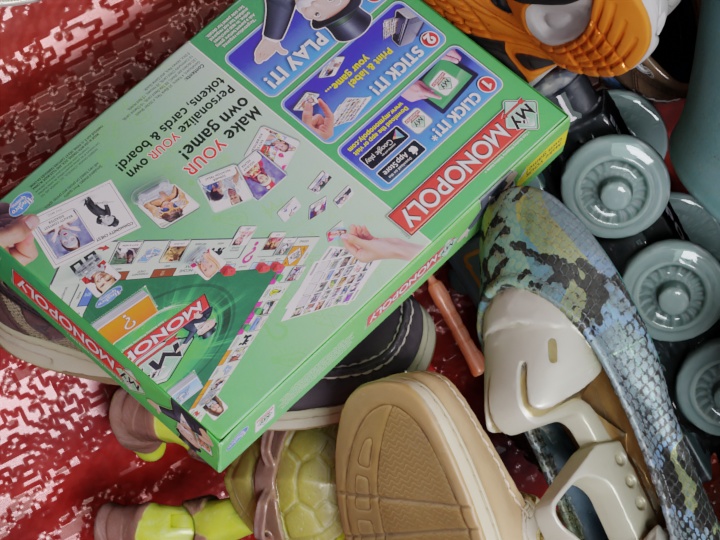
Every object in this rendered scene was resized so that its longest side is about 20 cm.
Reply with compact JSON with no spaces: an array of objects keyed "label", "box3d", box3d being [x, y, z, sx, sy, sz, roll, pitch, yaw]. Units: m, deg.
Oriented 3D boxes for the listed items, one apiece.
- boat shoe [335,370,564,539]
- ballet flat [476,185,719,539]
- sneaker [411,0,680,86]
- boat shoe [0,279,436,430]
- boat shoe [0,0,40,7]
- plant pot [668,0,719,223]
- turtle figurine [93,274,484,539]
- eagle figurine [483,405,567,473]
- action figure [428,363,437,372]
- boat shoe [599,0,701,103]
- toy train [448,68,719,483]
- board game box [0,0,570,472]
[{"label":"boat shoe","box3d":[0.051,0.122,1.083,0.069,0.074,0.200,-37,114,-43]},{"label":"ballet flat","box3d":[0.085,0.064,1.047,0.074,0.074,0.200,-26,85,-9]},{"label":"sneaker","box3d":[0.080,-0.123,1.116,0.092,0.200,0.076,-45,112,-20]},{"label":"boat shoe","box3d":[-0.069,0.013,1.109,0.072,0.200,0.065,-68,154,-25]},{"label":"boat shoe","box3d":[-0.099,-0.149,1.128,0.199,0.060,0.072,-11,102,-13]},{"label":"plant pot","box3d":[0.221,-0.095,1.094,0.200,0.200,0.188,16,117,-17]},{"label":"turtle figurine","box3d":[-0.031,0.097,1.136,0.161,0.064,0.201,-2,89,30]},{"label":"eagle figurine","box3d":[0.157,0.111,1.139,0.151,0.151,0.200,-23,98,-23]},{"label":"action figure","box3d":[0.000,0.000,1.182,0.052,0.065,0.201,-15,103,-35]},{"label":"boat shoe","box3d":[0.104,-0.164,1.174,0.072,0.072,0.200,-32,107,-9]},{"label":"toy train","box3d":[0.104,0.012,1.195,0.114,0.085,0.200,-27,109,15]},{"label":"board game box","box3d":[-0.033,-0.033,1.083,0.135,0.029,0.200,41,66,17]}]
